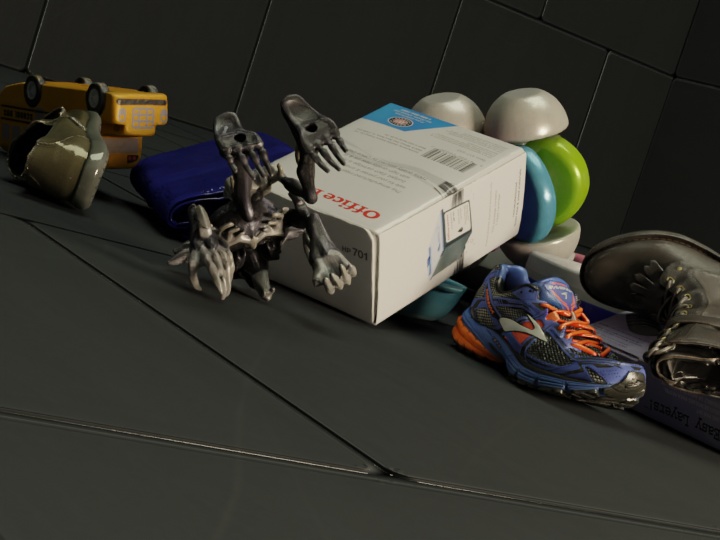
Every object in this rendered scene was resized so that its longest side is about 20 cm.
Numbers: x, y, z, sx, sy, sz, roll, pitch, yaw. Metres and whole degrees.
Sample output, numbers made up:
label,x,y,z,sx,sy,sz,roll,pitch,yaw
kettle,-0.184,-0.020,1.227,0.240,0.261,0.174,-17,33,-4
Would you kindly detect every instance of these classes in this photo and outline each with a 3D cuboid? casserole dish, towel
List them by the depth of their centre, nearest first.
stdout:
label,x,y,z,sx,sy,sz,roll,pitch,yaw
casserole dish,0.000,0.000,1.336,0.199,0.039,0.121,22,7,38
towel,-0.121,-0.075,1.379,0.146,0.050,0.200,-15,19,-15

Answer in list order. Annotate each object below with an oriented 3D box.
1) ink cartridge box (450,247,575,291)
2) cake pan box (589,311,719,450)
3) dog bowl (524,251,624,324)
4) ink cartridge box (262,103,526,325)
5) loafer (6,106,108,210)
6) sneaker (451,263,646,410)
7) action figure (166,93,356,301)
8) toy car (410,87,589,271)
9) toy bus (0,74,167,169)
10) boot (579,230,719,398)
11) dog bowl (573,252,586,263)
label,x,y,z,sx,sy,sz,roll,pitch,yaw
ink cartridge box,0.116,-0.035,1.677,0.199,0.086,0.148,20,-9,29
cake pan box,0.297,0.073,1.208,0.183,0.053,0.199,-20,28,-36
dog bowl,0.237,0.051,1.419,0.198,0.080,0.200,19,5,-2
ink cartridge box,0.018,-0.052,1.245,0.146,0.087,0.199,23,37,33
loafer,-0.260,-0.106,1.304,0.069,0.076,0.200,21,5,-21
sneaker,0.139,0.046,1.144,0.075,0.079,0.199,13,8,-36
action figure,-0.068,-0.027,1.053,0.118,0.103,0.201,-11,-28,-16
toy car,0.118,-0.076,1.490,0.198,0.177,0.150,0,20,21
toy bus,-0.263,-0.140,1.444,0.065,0.079,0.199,-3,11,-43
boot,0.240,0.035,1.142,0.198,0.070,0.174,11,23,22
dog bowl,0.302,0.038,1.783,0.198,0.074,0.200,18,5,-2
